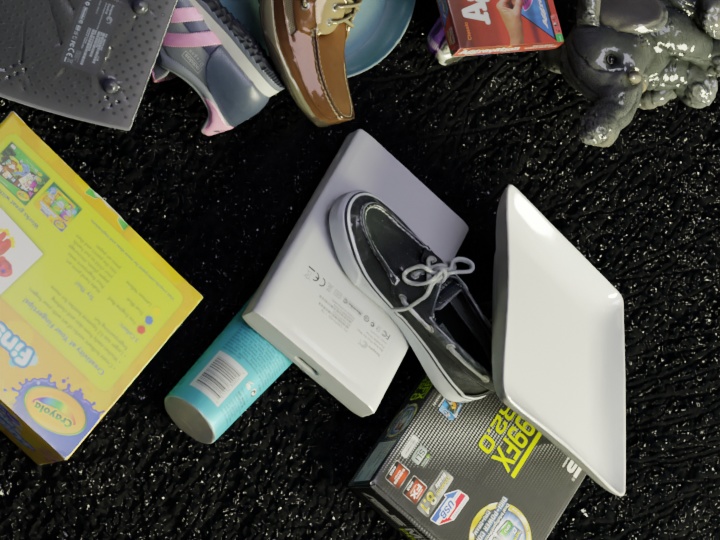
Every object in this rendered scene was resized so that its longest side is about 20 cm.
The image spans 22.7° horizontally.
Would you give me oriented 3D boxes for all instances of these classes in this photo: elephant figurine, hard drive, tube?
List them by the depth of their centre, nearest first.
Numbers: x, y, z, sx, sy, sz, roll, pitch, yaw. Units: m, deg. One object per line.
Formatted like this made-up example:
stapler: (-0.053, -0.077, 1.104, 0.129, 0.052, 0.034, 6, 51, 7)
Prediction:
hard drive: (-0.247, -0.195, 1.340, 0.200, 0.042, 0.135, 18, 103, -17)
tube: (-0.074, 0.051, 1.425, 0.200, 0.050, 0.078, -47, 110, -30)
hard drive: (0.000, 0.000, 1.454, 0.132, 0.026, 0.200, 41, 55, -19)
elephant figurine: (0.221, -0.196, 1.553, 0.200, 0.155, 0.142, -12, 110, -36)

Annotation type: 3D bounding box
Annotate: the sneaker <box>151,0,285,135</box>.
sneaker: (-0.152, -0.194, 1.410, 0.082, 0.070, 0.200, -41, 85, 14)

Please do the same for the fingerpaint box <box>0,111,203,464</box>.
fingerpaint box: (-0.247, 0.015, 1.324, 0.200, 0.073, 0.167, 44, 65, -14)

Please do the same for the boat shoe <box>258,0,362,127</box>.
boat shoe: (-0.038, -0.215, 1.419, 0.076, 0.074, 0.200, -19, 92, -69)

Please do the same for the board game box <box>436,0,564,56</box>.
board game box: (0.098, -0.276, 1.492, 0.103, 0.019, 0.200, -8, 77, -26)

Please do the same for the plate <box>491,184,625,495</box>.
plate: (0.158, 0.061, 1.464, 0.200, 0.032, 0.200, 41, 42, -42)

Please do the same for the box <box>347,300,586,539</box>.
box: (0.106, 0.151, 1.499, 0.160, 0.044, 0.200, 43, 66, -15)

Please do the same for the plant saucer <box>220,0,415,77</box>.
plant saucer: (-0.046, -0.253, 1.492, 0.200, 0.027, 0.201, 4, 80, -26)

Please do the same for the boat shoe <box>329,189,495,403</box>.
boat shoe: (0.052, 0.017, 1.426, 0.074, 0.068, 0.200, -35, 97, -38)

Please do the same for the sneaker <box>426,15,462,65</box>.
sneaker: (0.091, -0.266, 1.549, 0.083, 0.081, 0.200, 22, 65, -5)
